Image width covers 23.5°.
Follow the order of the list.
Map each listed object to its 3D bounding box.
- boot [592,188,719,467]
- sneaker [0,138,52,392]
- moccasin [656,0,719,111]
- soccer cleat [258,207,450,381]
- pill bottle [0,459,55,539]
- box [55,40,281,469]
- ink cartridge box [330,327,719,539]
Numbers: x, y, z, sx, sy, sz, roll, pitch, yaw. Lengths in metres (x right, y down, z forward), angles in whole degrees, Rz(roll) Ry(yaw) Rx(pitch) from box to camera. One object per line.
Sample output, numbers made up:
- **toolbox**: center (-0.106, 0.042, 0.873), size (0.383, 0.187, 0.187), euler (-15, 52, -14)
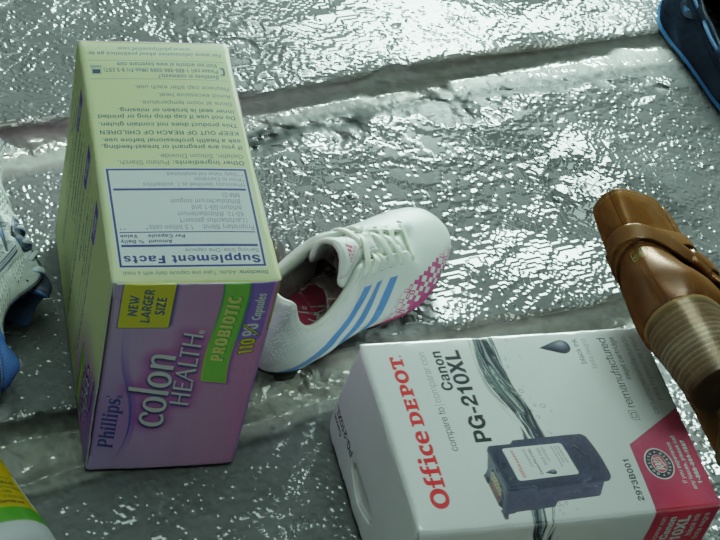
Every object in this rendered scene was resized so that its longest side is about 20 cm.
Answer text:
- **boot**: center (0.219, 0.041, 1.129), size (0.200, 0.077, 0.155), euler (33, 26, -50)
- **sneaker**: center (-0.241, -0.002, 1.105), size (0.085, 0.077, 0.200), euler (15, 53, -17)
- **moccasin**: center (0.315, -0.175, 1.423), size (0.080, 0.068, 0.200), euler (-23, 58, -32)
- **soccer cleat**: center (0.000, 0.000, 1.155), size (0.070, 0.086, 0.200), euler (38, 49, 18)
- **pill bottle**: center (-0.262, 0.113, 0.954), size (0.111, 0.111, 0.200), euler (-23, 58, -33)
- **box**: center (-0.125, -0.011, 1.064), size (0.096, 0.176, 0.200), euler (0, 48, -16)
- **ink cartridge box**: center (0.098, 0.119, 1.075), size (0.200, 0.084, 0.145), euler (-3, 49, -19)
